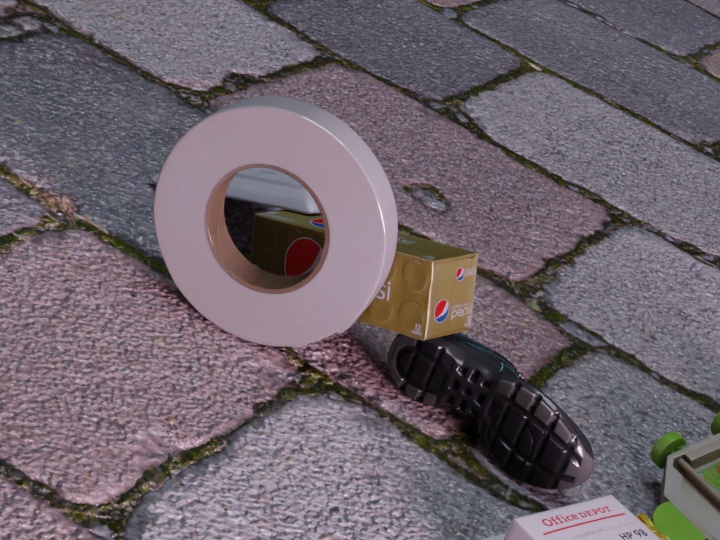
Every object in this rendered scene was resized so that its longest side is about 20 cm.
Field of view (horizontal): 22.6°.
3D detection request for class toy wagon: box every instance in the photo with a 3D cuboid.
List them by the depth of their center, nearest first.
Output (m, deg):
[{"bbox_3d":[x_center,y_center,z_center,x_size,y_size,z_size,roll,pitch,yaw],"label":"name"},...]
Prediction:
[{"bbox_3d":[0.301,0.187,1.454,0.199,0.040,0.155,-20,44,-27],"label":"toy wagon"}]

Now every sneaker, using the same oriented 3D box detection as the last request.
[{"bbox_3d":[0.117,0.102,1.462,0.200,0.076,0.079,37,27,27],"label":"sneaker"}]

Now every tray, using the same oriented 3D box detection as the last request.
[{"bbox_3d":[-0.085,-0.080,1.629,0.199,0.022,0.107,12,15,37],"label":"tray"}]

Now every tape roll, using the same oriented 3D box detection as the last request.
[{"bbox_3d":[-0.068,-0.037,1.438,0.202,0.204,0.037,27,25,10],"label":"tape roll"}]

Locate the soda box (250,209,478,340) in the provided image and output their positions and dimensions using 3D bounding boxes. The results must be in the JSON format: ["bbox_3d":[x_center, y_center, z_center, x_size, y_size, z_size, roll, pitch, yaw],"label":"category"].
[{"bbox_3d":[0.000,0.000,1.500,0.199,0.068,0.064,15,16,38],"label":"soda box"}]

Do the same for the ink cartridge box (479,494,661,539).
[{"bbox_3d":[0.169,0.227,1.268,0.115,0.067,0.200,-5,37,-44],"label":"ink cartridge box"}]
